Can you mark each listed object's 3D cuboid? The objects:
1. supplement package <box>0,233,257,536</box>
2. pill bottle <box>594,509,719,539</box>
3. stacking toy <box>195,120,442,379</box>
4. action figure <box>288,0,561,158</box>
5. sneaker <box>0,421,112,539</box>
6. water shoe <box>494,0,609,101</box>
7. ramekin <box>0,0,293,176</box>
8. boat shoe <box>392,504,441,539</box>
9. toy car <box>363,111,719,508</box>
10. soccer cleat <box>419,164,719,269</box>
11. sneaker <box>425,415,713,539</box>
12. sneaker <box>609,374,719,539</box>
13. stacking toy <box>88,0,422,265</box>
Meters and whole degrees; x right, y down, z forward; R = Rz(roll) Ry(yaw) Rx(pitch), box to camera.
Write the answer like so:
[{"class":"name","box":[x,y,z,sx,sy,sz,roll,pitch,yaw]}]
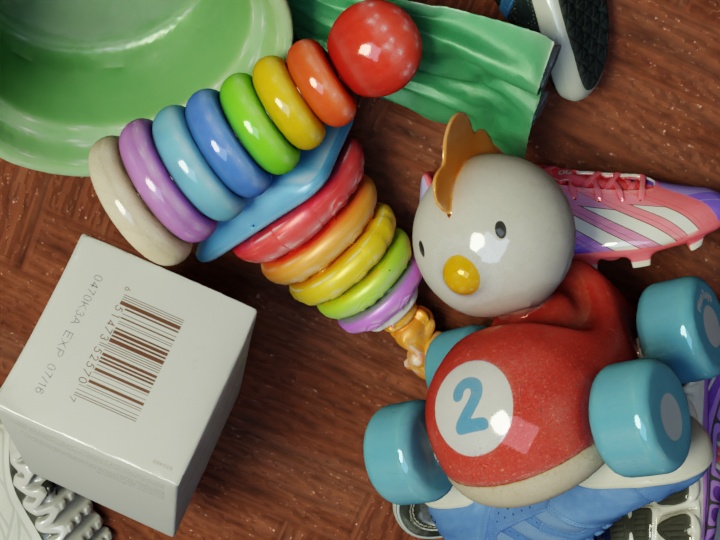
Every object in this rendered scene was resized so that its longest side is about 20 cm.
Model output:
[{"class":"supplement package","box":[-0.145,0.081,0.782,0.117,0.200,0.117,23,68,0]},{"class":"pill bottle","box":[0.210,0.208,0.831,0.199,0.111,0.112,-21,104,13]},{"class":"stacking toy","box":[0.000,0.000,0.810,0.116,0.110,0.200,-31,113,31]},{"class":"action figure","box":[0.020,-0.143,0.747,0.199,0.055,0.118,23,148,10]},{"class":"sneaker","box":[-0.237,0.199,0.919,0.081,0.075,0.201,-5,105,24]},{"class":"water shoe","box":[0.091,-0.197,0.755,0.079,0.071,0.201,-9,109,39]},{"class":"ramekin","box":[-0.146,-0.154,0.708,0.199,0.200,0.098,-27,60,15]},{"class":"boat shoe","box":[0.106,0.134,0.843,0.199,0.071,0.072,-31,101,16]},{"class":"toy car","box":[0.079,0.011,0.700,0.184,0.177,0.201,-15,109,36]},{"class":"soccer cleat","box":[0.134,-0.040,0.791,0.199,0.067,0.077,-8,102,13]},{"class":"sneaker","box":[0.134,0.153,0.749,0.199,0.077,0.112,-16,103,35]},{"class":"sneaker","box":[0.214,0.124,0.765,0.083,0.081,0.201,16,76,-21]},{"class":"stacking toy","box":[-0.055,-0.088,0.700,0.199,0.085,0.086,-33,101,11]}]
